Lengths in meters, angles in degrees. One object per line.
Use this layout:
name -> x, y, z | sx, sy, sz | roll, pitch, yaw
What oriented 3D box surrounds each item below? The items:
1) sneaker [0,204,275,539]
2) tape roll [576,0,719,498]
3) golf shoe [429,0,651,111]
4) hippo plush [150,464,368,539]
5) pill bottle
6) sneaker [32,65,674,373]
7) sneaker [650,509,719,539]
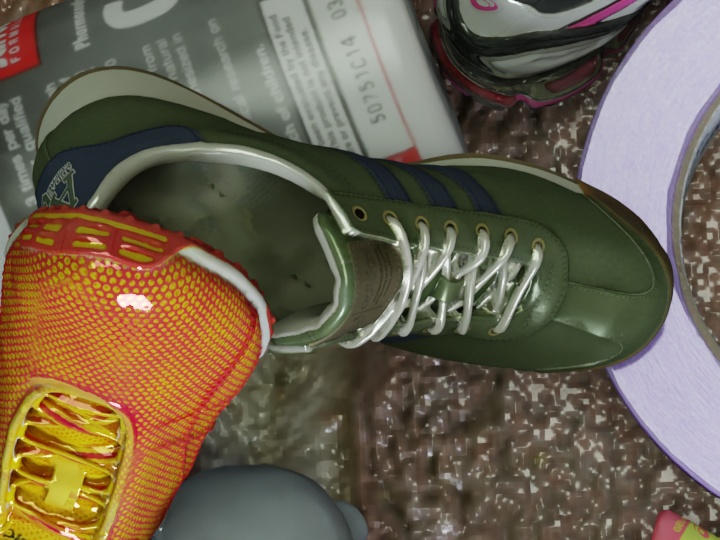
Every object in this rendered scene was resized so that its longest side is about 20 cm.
sneaker -> -0.069, 0.044, 0.621 | 0.073, 0.200, 0.077 | 16, 63, 0
tape roll -> 0.170, -0.011, 0.749 | 0.199, 0.066, 0.201 | -1, 84, 7
golf shoe -> 0.105, -0.135, 0.746 | 0.073, 0.092, 0.200 | 41, 77, 7
hippo plush -> -0.041, 0.133, 0.707 | 0.200, 0.159, 0.161 | -52, 50, 25
pill bottle -> -0.071, -0.038, 0.758 | 0.199, 0.114, 0.114 | -21, 82, 5
sneaker -> 0.000, 0.000, 0.667 | 0.199, 0.090, 0.067 | 16, 110, -9
sneaker -> 0.124, 0.118, 0.738 | 0.199, 0.078, 0.091 | -12, 81, 7
